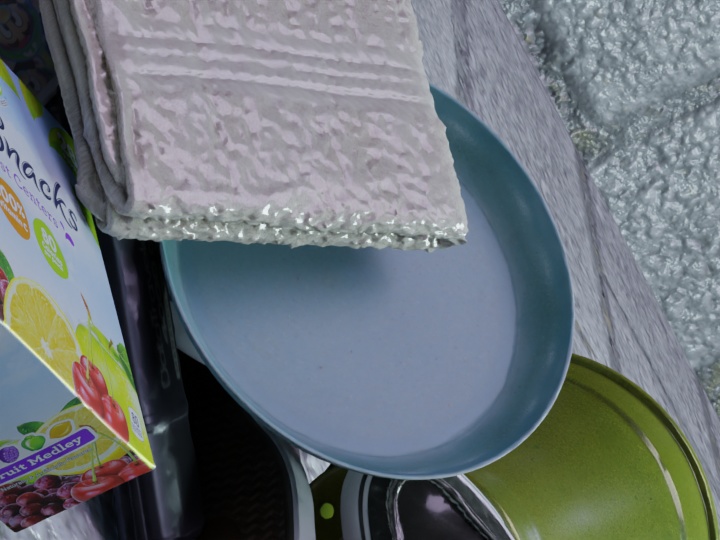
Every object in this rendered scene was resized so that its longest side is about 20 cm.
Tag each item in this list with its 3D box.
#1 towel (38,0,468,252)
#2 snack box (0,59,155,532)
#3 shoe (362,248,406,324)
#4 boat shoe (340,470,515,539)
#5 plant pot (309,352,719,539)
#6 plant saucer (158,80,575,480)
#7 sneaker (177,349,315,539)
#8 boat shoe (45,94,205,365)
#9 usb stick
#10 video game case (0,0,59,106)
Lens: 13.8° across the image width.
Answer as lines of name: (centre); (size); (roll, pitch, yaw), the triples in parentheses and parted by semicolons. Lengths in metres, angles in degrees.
towel: (-0.044, -0.071, 1.225); (0.200, 0.034, 0.133); (4, 65, -42)
snack box: (-0.160, -0.025, 1.073); (0.200, 0.068, 0.169); (53, 15, -51)
shoe: (-0.019, -0.016, 1.329); (0.071, 0.091, 0.200); (-45, 113, -47)
boat shoe: (0.061, 0.159, 1.265); (0.200, 0.071, 0.064); (60, -22, 4)
plant pot: (0.051, 0.141, 1.418); (0.201, 0.200, 0.193); (66, 20, 8)
plant saucer: (0.000, 0.000, 1.267); (0.200, 0.027, 0.200); (13, 60, -24)
sneaker: (-0.046, 0.104, 1.302); (0.085, 0.073, 0.200); (52, 15, -40)
boat shoe: (-0.100, -0.037, 1.276); (0.200, 0.057, 0.069); (45, 19, -10)
usb stick: (-0.097, 0.020, 1.226); (0.055, 0.033, 0.200); (-24, 106, -71)
video game case: (-0.142, -0.176, 1.203); (0.024, 0.200, 0.182); (12, -34, 52)
